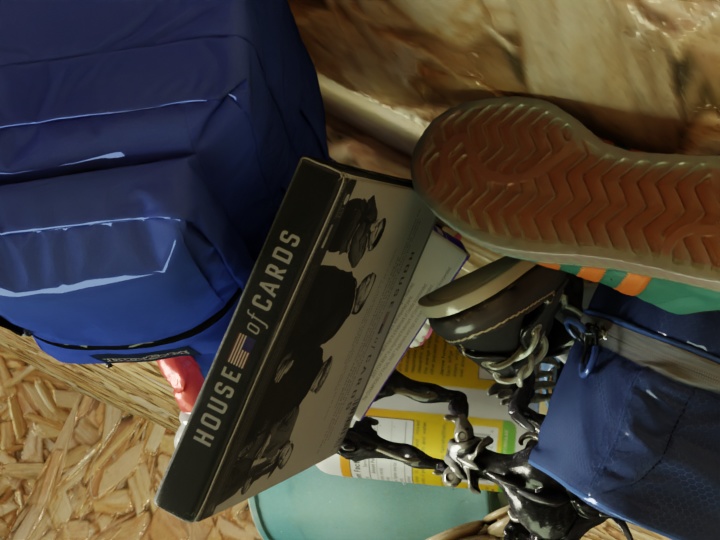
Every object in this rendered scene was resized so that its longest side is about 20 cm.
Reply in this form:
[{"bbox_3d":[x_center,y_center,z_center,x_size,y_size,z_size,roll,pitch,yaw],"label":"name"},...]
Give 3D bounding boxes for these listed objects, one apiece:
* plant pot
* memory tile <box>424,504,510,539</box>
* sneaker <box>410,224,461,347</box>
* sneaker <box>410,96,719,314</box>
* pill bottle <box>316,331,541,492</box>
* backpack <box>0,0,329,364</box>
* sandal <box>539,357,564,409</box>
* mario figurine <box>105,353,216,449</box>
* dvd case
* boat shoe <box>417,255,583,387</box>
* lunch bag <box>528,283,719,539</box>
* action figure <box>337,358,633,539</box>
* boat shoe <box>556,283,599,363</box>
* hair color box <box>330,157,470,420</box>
[{"bbox_3d":[0.033,0.133,1.129,0.188,0.201,0.200,3,160,19],"label":"plant pot"},{"bbox_3d":[0.140,0.168,0.997,0.200,0.017,0.153,-22,163,4],"label":"memory tile"},{"bbox_3d":[0.000,0.000,0.883,0.087,0.074,0.200,21,173,-12],"label":"sneaker"},{"bbox_3d":[0.113,-0.019,0.612,0.200,0.071,0.080,20,169,36],"label":"sneaker"},{"bbox_3d":[0.025,0.092,0.990,0.199,0.111,0.111,5,164,7],"label":"pill bottle"},{"bbox_3d":[-0.101,-0.042,0.614,0.162,0.168,0.200,-1,162,10],"label":"backpack"},{"bbox_3d":[0.163,0.086,0.961,0.087,0.079,0.200,64,-177,9],"label":"sandal"},{"bbox_3d":[-0.108,0.042,0.845,0.200,0.106,0.123,19,-167,-12],"label":"mario figurine"},{"bbox_3d":[-0.018,0.026,0.633,0.025,0.151,0.200,25,-174,12],"label":"dvd case"},{"bbox_3d":[0.083,0.023,0.707,0.073,0.063,0.200,-23,177,15],"label":"boat shoe"},{"bbox_3d":[0.188,0.074,0.712,0.200,0.133,0.136,24,180,-12],"label":"lunch bag"},{"bbox_3d":[0.089,0.108,0.853,0.200,0.119,0.102,20,-158,23],"label":"action figure"},{"bbox_3d":[0.196,0.076,0.832,0.199,0.074,0.068,25,174,8],"label":"boat shoe"},{"bbox_3d":[-0.054,-0.021,0.758,0.200,0.109,0.065,33,-174,-5],"label":"hair color box"}]
